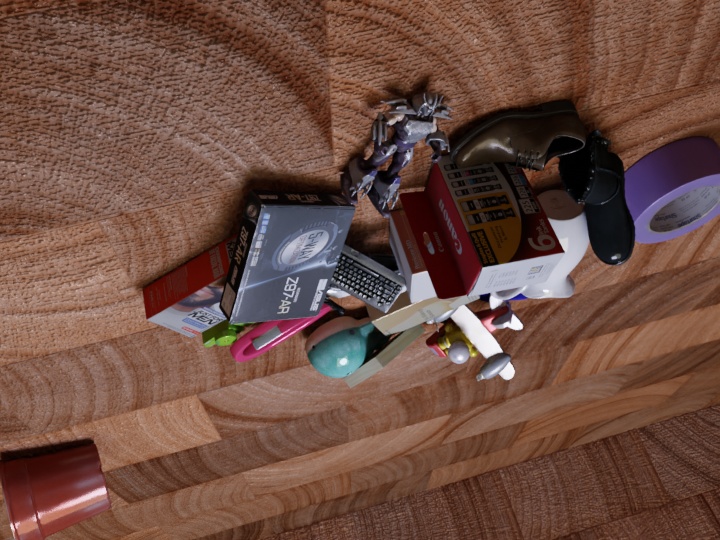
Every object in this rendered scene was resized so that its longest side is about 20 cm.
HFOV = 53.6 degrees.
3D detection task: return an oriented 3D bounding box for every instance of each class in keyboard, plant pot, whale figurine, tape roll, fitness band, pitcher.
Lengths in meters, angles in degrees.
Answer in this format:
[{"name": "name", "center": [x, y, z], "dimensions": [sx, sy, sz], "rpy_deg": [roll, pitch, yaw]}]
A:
[{"name": "keyboard", "center": [-0.039, 0.015, 1.147], "dimensions": [0.199, 0.021, 0.127], "rpy_deg": [29, 121, -12]}, {"name": "plant pot", "center": [-0.659, 0.480, 1.557], "dimensions": [0.194, 0.202, 0.201], "rpy_deg": [-14, 152, -24]}, {"name": "whale figurine", "center": [-0.013, 0.157, 1.434], "dimensions": [0.199, 0.104, 0.159], "rpy_deg": [0, 147, -43]}, {"name": "tape roll", "center": [0.560, -0.139, 1.271], "dimensions": [0.199, 0.085, 0.200], "rpy_deg": [-13, 151, -7]}, {"name": "fitness band", "center": [-0.141, 0.102, 1.274], "dimensions": [0.199, 0.038, 0.144], "rpy_deg": [-31, 174, -5]}, {"name": "pitcher", "center": [0.311, -0.033, 1.248], "dimensions": [0.171, 0.122, 0.201], "rpy_deg": [-16, 137, -12]}]

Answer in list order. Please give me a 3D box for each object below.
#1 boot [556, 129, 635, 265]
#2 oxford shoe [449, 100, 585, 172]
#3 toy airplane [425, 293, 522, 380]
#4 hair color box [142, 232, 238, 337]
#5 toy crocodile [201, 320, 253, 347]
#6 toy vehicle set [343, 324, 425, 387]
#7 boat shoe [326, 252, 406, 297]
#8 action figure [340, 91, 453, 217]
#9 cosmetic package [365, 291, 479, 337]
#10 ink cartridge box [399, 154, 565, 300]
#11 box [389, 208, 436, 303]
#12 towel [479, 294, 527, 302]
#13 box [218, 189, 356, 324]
[{"name": "boot", "center": [0.364, -0.112, 1.103], "dimensions": [0.073, 0.200, 0.162], "rpy_deg": [-6, 172, 35]}, {"name": "oxford shoe", "center": [0.227, -0.179, 1.015], "dimensions": [0.199, 0.085, 0.073], "rpy_deg": [-16, 153, -1]}, {"name": "toy airplane", "center": [0.226, 0.131, 1.441], "dimensions": [0.199, 0.141, 0.200], "rpy_deg": [19, 136, 18]}, {"name": "hair color box", "center": [-0.231, 0.027, 1.132], "dimensions": [0.199, 0.064, 0.111], "rpy_deg": [-29, 148, 17]}, {"name": "toy crocodile", "center": [-0.204, 0.076, 1.225], "dimensions": [0.200, 0.068, 0.062], "rpy_deg": [-36, 147, 29]}, {"name": "toy vehicle set", "center": [0.046, 0.175, 1.461], "dimensions": [0.124, 0.027, 0.200], "rpy_deg": [-38, 176, -28]}, {"name": "boat shoe", "center": [0.000, 0.000, 1.208], "dimensions": [0.199, 0.072, 0.068], "rpy_deg": [1, 133, -20]}, {"name": "action figure", "center": [0.053, -0.164, 0.960], "dimensions": [0.129, 0.070, 0.200], "rpy_deg": [7, 140, -30]}, {"name": "cosmetic package", "center": [0.115, 0.046, 1.350], "dimensions": [0.199, 0.071, 0.105], "rpy_deg": [-25, 151, 12]}, {"name": "ink cartridge box", "center": [0.171, -0.071, 1.044], "dimensions": [0.174, 0.201, 0.084], "rpy_deg": [-10, 150, -16]}, {"name": "box", "center": [0.158, -0.045, 1.163], "dimensions": [0.199, 0.125, 0.098], "rpy_deg": [-15, 151, -6]}, {"name": "towel", "center": [0.323, -0.001, 1.410], "dimensions": [0.147, 0.050, 0.200], "rpy_deg": [-8, 150, -19]}, {"name": "box", "center": [-0.109, -0.019, 1.050], "dimensions": [0.159, 0.044, 0.201], "rpy_deg": [-2, 124, -38]}]
